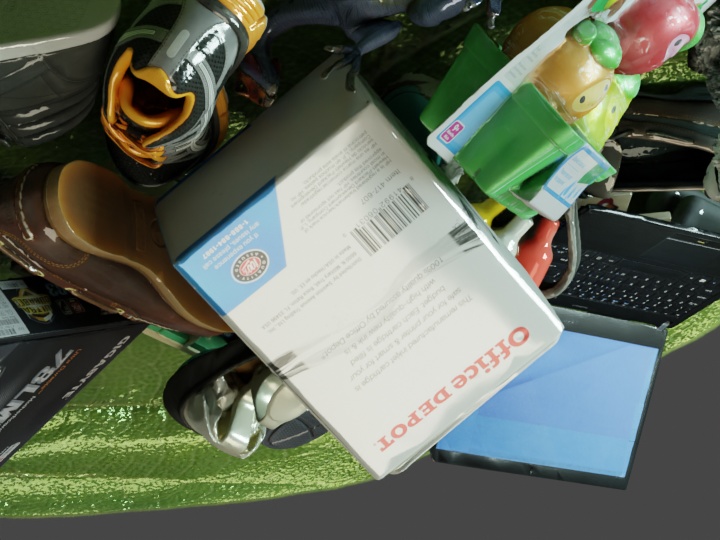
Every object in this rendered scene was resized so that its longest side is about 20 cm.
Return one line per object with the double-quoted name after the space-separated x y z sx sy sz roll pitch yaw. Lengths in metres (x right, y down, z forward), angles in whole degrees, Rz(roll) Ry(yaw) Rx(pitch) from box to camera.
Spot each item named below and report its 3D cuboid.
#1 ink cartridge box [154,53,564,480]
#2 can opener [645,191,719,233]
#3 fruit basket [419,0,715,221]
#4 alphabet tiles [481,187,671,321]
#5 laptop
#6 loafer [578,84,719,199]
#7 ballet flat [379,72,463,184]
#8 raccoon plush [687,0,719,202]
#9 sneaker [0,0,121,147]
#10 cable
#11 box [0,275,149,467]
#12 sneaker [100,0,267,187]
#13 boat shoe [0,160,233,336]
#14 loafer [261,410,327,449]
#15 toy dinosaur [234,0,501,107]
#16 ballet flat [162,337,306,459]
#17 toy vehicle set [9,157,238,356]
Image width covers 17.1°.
0.000 0.000 1.389 0.146 0.084 0.200 -38 120 5 "ink cartridge box"
0.275 -0.027 1.644 0.199 0.053 0.067 16 106 -40 "can opener"
0.136 -0.116 1.336 0.200 0.094 0.185 -37 165 8 "fruit basket"
0.114 0.005 1.603 0.166 0.008 0.200 -5 149 -10 "alphabet tiles"
0.164 0.055 1.591 0.176 0.104 0.200 11 150 -33 "laptop"
0.167 -0.075 1.500 0.198 0.063 0.072 -6 148 -8 "loafer"
0.034 -0.066 1.488 0.071 0.072 0.200 0 150 -18 "ballet flat"
0.263 -0.109 1.402 0.096 0.135 0.200 5 147 -23 "raccoon plush"
-0.229 -0.105 1.312 0.198 0.071 0.099 -9 145 -12 "sneaker"
0.118 -0.050 1.460 0.097 0.050 0.200 30 118 -10 "cable"
-0.246 0.079 1.440 0.200 0.050 0.198 -41 164 21 "box"
-0.114 -0.096 1.324 0.078 0.077 0.200 33 151 3 "sneaker"
-0.141 -0.011 1.409 0.070 0.071 0.200 -15 149 30 "boat shoe"
0.000 0.045 1.585 0.200 0.063 0.072 -36 149 27 "loafer"
0.014 -0.143 1.320 0.199 0.106 0.181 -2 169 -35 "toy dinosaur"
-0.070 0.075 1.533 0.068 0.069 0.200 27 141 -24 "ballet flat"
-0.106 0.004 1.522 0.199 0.027 0.124 26 141 -26 "toy vehicle set"
